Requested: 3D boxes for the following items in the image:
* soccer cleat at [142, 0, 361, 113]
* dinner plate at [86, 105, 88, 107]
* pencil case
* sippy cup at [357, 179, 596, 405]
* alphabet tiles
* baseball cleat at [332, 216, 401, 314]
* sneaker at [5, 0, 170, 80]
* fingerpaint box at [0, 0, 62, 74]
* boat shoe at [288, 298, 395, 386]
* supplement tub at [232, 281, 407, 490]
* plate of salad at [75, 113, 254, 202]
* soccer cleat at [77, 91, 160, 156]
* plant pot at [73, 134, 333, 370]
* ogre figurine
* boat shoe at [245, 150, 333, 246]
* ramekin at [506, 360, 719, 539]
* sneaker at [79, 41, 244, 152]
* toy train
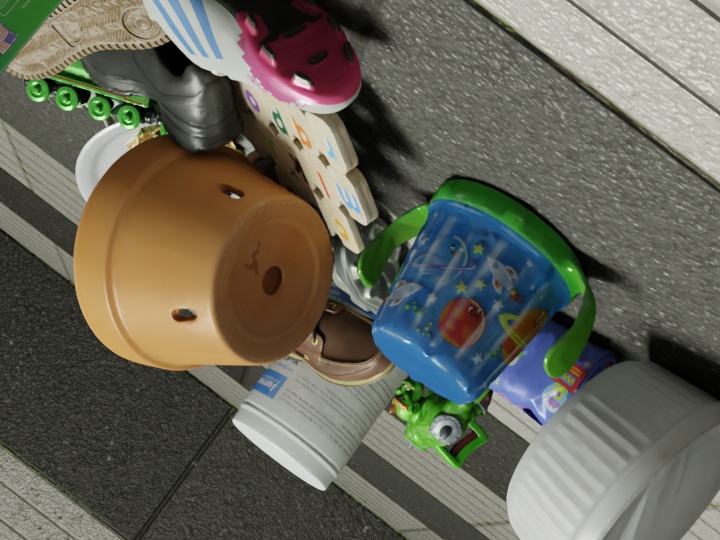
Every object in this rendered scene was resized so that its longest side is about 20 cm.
[{"bbox_3d":[-0.076,-0.160,0.854,0.200,0.070,0.087,41,151,20],"label":"soccer cleat"},{"bbox_3d":[-0.310,-0.229,1.288,0.199,0.024,0.200,35,166,10],"label":"dinner plate"},{"bbox_3d":[0.119,0.064,1.063,0.199,0.087,0.078,31,-174,25],"label":"pencil case"},{"bbox_3d":[0.079,0.024,0.940,0.139,0.131,0.178,41,165,-15],"label":"sippy cup"},{"bbox_3d":[-0.055,-0.109,0.980,0.200,0.015,0.197,36,155,50],"label":"alphabet tiles"},{"bbox_3d":[0.000,0.000,1.173,0.106,0.070,0.200,26,161,35],"label":"baseball cleat"},{"bbox_3d":[-0.199,-0.225,0.982,0.198,0.109,0.070,-12,136,30],"label":"sneaker"},{"bbox_3d":[-0.252,-0.211,0.859,0.073,0.201,0.166,44,163,-30],"label":"fingerpaint box"},{"bbox_3d":[-0.041,0.062,1.243,0.199,0.072,0.068,16,157,48],"label":"boat shoe"},{"bbox_3d":[-0.031,0.119,1.345,0.131,0.201,0.132,34,165,11],"label":"supplement tub"},{"bbox_3d":[-0.178,-0.077,1.211,0.198,0.048,0.201,-1,145,0],"label":"plate of salad"},{"bbox_3d":[-0.200,-0.128,1.232,0.200,0.078,0.069,45,163,-29],"label":"soccer cleat"},{"bbox_3d":[-0.117,-0.004,1.033,0.139,0.201,0.200,16,155,41],"label":"plant pot"},{"bbox_3d":[0.096,0.121,1.217,0.098,0.120,0.200,42,164,-20],"label":"ogre figurine"},{"bbox_3d":[-0.060,-0.034,1.204,0.070,0.071,0.200,32,165,32],"label":"boat shoe"},{"bbox_3d":[0.200,0.161,0.967,0.094,0.202,0.203,41,169,30],"label":"ramekin"},{"bbox_3d":[-0.169,-0.182,1.035,0.199,0.076,0.091,34,145,29],"label":"sneaker"},{"bbox_3d":[-0.207,-0.158,1.111,0.198,0.057,0.042,18,-161,6],"label":"toy train"}]
